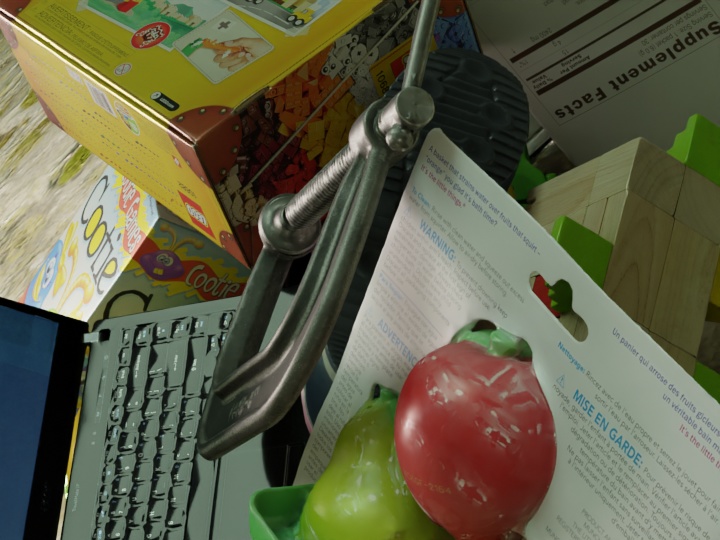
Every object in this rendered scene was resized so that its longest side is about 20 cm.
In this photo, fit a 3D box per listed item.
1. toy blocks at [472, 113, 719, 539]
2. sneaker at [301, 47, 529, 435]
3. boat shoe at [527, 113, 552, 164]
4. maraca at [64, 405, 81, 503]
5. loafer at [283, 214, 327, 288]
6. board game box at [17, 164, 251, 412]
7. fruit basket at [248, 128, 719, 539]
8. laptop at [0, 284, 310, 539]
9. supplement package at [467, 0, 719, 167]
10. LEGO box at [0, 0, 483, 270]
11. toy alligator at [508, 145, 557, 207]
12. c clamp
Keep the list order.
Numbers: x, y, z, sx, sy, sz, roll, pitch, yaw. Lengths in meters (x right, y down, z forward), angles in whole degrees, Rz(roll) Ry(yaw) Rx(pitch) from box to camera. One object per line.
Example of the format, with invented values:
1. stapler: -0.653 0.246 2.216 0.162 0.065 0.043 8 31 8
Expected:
1. toy blocks: 0.076 0.040 0.745 0.136 0.099 0.201 -26 40 55
2. sneaker: 0.017 -0.010 0.765 0.082 0.070 0.201 114 180 -51
3. boat shoe: 0.065 -0.072 1.022 0.200 0.076 0.060 -33 3 42
4. maraca: -0.061 0.083 0.903 0.198 0.107 0.138 -15 59 17
5. loafer: 0.000 0.000 0.828 0.073 0.071 0.201 19 72 39
6. board game box: -0.123 0.025 1.023 0.200 0.102 0.105 -51 31 29
7. fruit basket: 0.042 0.084 0.606 0.185 0.093 0.201 48 121 43
8. laptop: -0.125 0.077 0.747 0.198 0.103 0.179 -10 59 25
9. supplement package: 0.123 -0.153 0.876 0.119 0.200 0.122 -28 25 36
10. LEGO box: -0.061 -0.107 0.862 0.149 0.078 0.200 -37 42 -17
11. toy alligator: 0.077 -0.026 0.894 0.054 0.059 0.201 7 62 15
12. c clamp: -0.015 -0.012 0.681 0.200 0.027 0.172 137 152 -63
